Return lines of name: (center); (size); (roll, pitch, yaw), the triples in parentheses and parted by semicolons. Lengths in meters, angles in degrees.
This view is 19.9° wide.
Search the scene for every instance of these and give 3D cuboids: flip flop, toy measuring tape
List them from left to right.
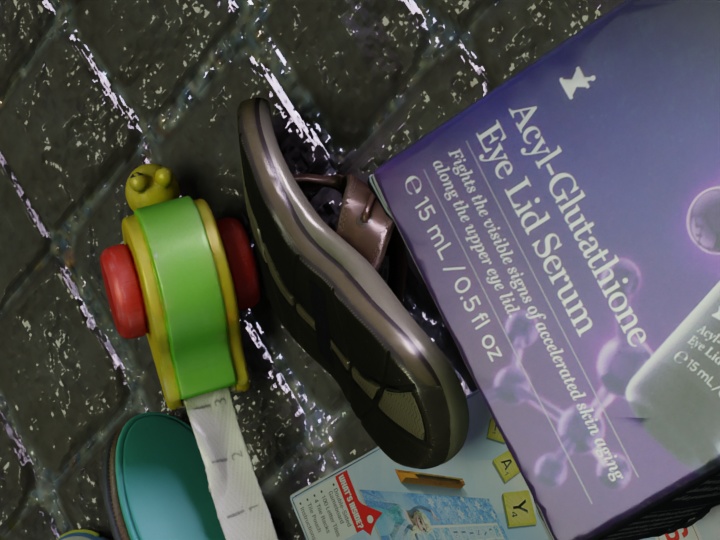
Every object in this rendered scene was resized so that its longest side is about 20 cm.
toy measuring tape: (-0.069, 0.036, 0.890); (0.073, 0.073, 0.201); (-37, 60, 35)
flip flop: (0.000, 0.000, 0.849); (0.200, 0.057, 0.082); (51, 157, 42)

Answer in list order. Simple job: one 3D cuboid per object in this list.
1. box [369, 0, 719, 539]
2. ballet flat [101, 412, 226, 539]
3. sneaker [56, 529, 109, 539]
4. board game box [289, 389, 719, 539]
box: (0.130, -0.018, 0.684); (0.199, 0.104, 0.149); (-34, 73, 21)
ballet flat: (-0.064, 0.152, 0.909); (0.200, 0.073, 0.073); (51, 123, 36)
sneaker: (-0.108, 0.207, 0.947); (0.200, 0.082, 0.074); (40, 116, 26)
board game box: (0.085, 0.141, 0.812); (0.199, 0.041, 0.201); (-32, 75, 36)
